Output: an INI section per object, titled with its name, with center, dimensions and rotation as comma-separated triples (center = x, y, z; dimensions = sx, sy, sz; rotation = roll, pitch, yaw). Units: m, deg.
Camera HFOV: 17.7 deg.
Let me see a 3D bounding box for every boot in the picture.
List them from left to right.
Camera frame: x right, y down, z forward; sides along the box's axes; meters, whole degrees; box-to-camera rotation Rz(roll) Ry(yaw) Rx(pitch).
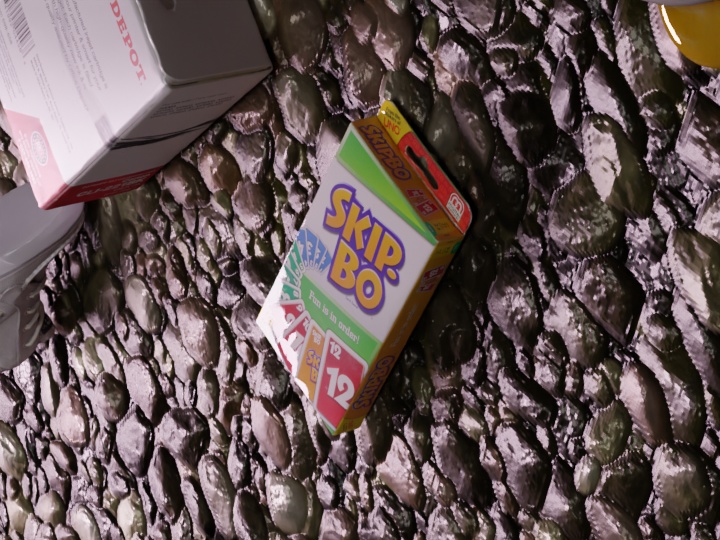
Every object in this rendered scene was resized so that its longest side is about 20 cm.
[boot]
center = -0.250, 0.010, 1.678
dimensions = 0.199, 0.095, 0.074
rotation = -29, 36, 30

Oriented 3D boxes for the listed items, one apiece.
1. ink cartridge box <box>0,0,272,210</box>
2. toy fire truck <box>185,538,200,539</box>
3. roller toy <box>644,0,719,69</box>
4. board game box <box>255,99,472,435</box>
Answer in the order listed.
[ink cartridge box]
center = -0.155, -0.146, 1.473
dimensions = 0.200, 0.083, 0.145
rotation = -34, 74, 53
[toy fire truck]
center = -0.154, 0.286, 1.529
dimensions = 0.128, 0.199, 0.178
rotation = -16, 89, 54
[roller toy]
center = 0.156, -0.208, 0.987
dimensions = 0.183, 0.139, 0.201
rotation = 52, 139, 29
[board game box]
center = 0.000, 0.000, 1.370
dimensions = 0.096, 0.030, 0.201
rotation = 54, 137, 26
